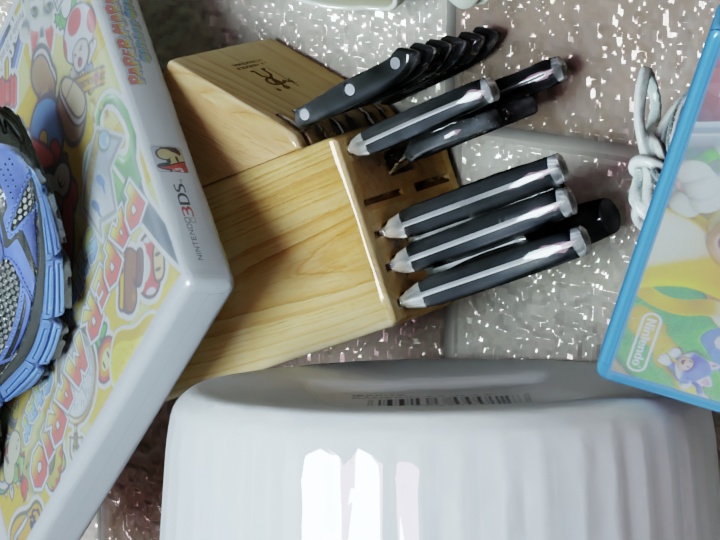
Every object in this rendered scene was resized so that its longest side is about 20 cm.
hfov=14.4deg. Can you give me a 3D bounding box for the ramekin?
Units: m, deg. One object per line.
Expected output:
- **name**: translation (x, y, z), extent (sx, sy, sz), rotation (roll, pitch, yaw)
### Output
- **ramekin**: translation (0.026, 0.085, 0.940), extent (0.200, 0.200, 0.098), rotation (2, 95, 36)

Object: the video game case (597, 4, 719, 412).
- **video game case**: translation (0.181, 0.007, 0.835), extent (0.199, 0.018, 0.143), rotation (17, 133, 3)

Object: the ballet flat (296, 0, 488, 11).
- **ballet flat**: translation (0.011, -0.124, 0.984), extent (0.199, 0.068, 0.073), rotation (-1, 121, 37)

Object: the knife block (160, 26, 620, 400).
- **knife block**: translation (0.000, 0.000, 1.016), extent (0.175, 0.064, 0.201), rotation (33, 119, 26)

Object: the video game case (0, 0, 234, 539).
- **video game case**: translation (-0.116, -0.004, 1.063), extent (0.200, 0.023, 0.182), rotation (-56, 43, 41)

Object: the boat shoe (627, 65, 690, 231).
- **boat shoe**: translation (0.117, -0.033, 0.879), extent (0.200, 0.068, 0.074), rotation (109, 167, -56)

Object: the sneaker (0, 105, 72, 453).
- **sneaker**: translation (-0.161, 0.025, 1.038), extent (0.075, 0.078, 0.200), rotation (60, 137, 42)
